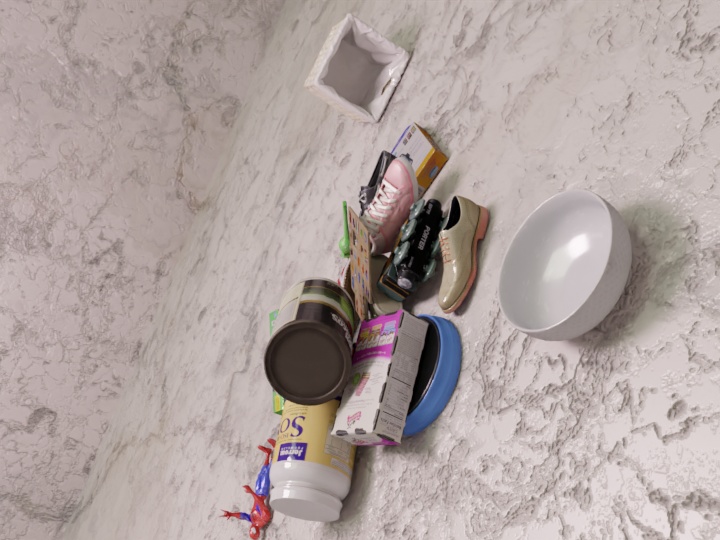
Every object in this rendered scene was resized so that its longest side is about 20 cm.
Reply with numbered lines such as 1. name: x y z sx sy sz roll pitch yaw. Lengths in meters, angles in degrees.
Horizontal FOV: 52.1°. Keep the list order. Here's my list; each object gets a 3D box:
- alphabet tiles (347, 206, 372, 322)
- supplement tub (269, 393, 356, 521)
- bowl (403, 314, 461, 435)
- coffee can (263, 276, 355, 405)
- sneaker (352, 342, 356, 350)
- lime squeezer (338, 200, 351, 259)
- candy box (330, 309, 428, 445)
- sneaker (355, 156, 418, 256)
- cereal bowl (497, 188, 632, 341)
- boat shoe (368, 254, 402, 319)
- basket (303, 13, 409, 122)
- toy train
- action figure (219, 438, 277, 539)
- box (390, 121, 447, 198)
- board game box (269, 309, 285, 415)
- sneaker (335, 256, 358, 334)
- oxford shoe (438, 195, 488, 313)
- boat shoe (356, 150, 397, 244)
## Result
1. alphabet tiles: 0.000 0.000 1.384 0.168 0.007 0.205 -123 28 -66
2. supplement tub: -0.079 0.313 1.275 0.145 0.143 0.204 -33 38 47
3. bowl: 0.087 0.167 1.216 0.201 0.039 0.204 -45 31 36
4. coffee can: -0.082 0.115 1.264 0.148 0.145 0.201 -54 11 17
5. sneaker: -0.037 0.182 1.409 0.100 0.070 0.199 -63 26 -6
6. lime squeezer: -0.031 -0.056 1.564 0.202 0.037 0.072 84 168 -58
7. candy box: 0.032 0.176 1.196 0.136 0.060 0.204 -21 47 57
8. sneaker: 0.045 -0.112 1.405 0.075 0.103 0.204 41 138 35
9. cereal bowl: 0.273 0.002 0.956 0.200 0.082 0.203 -45 30 34
10. boat shoe: 0.039 0.042 1.401 0.202 0.070 0.061 -103 18 -53
11. basket: -0.014 -0.511 1.896 0.202 0.197 0.161 -62 19 0
12. toy train: 0.095 -0.039 1.337 0.114 0.084 0.203 -45 19 52
13. action figure: -0.223 0.441 1.502 0.065 0.097 0.204 -41 35 40
14. box: 0.111 -0.232 1.559 0.120 0.041 0.201 -55 24 19
15. board game box: -0.122 0.192 1.441 0.029 0.134 0.204 -23 56 28
16. sneaker: -0.038 0.046 1.544 0.112 0.070 0.205 -3 65 58
17. oxford shoe: 0.154 -0.029 1.232 0.070 0.073 0.204 -21 48 55
18. boat shoe: 0.025 -0.150 1.515 0.204 0.067 0.071 -64 22 -5
